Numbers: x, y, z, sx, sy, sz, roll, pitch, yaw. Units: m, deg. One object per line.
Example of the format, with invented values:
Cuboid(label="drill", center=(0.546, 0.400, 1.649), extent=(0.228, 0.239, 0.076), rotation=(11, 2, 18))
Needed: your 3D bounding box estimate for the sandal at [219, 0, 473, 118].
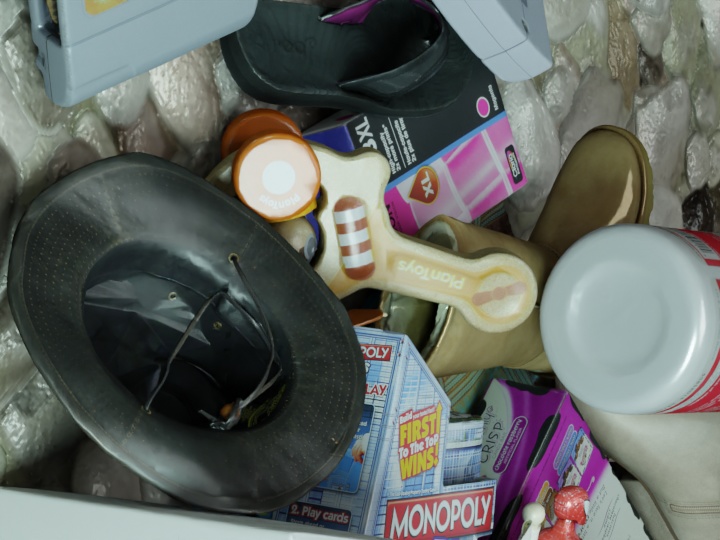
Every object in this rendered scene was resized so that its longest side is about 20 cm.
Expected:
Cuboid(label="sandal", center=(0.007, -0.127, 1.291), extent=(0.200, 0.048, 0.076), rotation=(-9, 72, -48))

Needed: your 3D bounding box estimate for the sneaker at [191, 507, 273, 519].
Cuboid(label="sneaker", center=(-0.035, 0.162, 1.272), extent=(0.200, 0.070, 0.083), rotation=(60, 40, -41))

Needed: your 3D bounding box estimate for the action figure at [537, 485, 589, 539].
Cuboid(label="action figure", center=(0.132, 0.219, 1.377), extent=(0.051, 0.065, 0.201), rotation=(-21, 119, -27))

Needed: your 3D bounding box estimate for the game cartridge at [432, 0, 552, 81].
Cuboid(label="game cartridge", center=(0.053, -0.207, 1.339), extent=(0.200, 0.041, 0.134), rotation=(49, 31, -42))

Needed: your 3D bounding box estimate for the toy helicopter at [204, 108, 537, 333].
Cuboid(label="toy helicopter", center=(0.000, 0.000, 1.241), extent=(0.199, 0.079, 0.133), rotation=(16, 101, -13))

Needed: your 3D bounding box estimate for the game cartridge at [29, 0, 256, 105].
Cuboid(label="game cartridge", center=(-0.102, -0.187, 1.095), extent=(0.133, 0.042, 0.201), rotation=(-25, 136, -27))

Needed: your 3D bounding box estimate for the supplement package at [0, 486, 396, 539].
Cuboid(label="supplement package", center=(-0.080, 0.177, 1.098), extent=(0.119, 0.199, 0.122), rotation=(14, 82, -52))

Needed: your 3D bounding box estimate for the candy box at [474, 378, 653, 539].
Cuboid(label="candy box", center=(0.115, 0.181, 1.451), extent=(0.137, 0.061, 0.200), rotation=(-62, 141, -26))

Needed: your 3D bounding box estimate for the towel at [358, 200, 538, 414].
Cuboid(label="towel", center=(0.053, 0.054, 1.411), extent=(0.200, 0.022, 0.147), rotation=(-46, 127, -41))

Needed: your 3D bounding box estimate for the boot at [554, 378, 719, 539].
Cuboid(label="boot", center=(0.214, 0.103, 1.517), extent=(0.070, 0.145, 0.201), rotation=(-55, 136, -50))

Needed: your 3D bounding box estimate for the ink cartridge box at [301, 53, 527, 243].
Cuboid(label="ink cartridge box", center=(0.023, -0.059, 1.348), extent=(0.200, 0.037, 0.095), rotation=(-33, 110, -45))

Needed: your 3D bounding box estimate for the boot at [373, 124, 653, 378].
Cuboid(label="boot", center=(0.097, -0.013, 1.369), extent=(0.200, 0.066, 0.176), rotation=(9, 97, -58))

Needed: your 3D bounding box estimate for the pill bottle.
Cuboid(label="pill bottle", center=(0.203, 0.032, 1.395), extent=(0.200, 0.112, 0.113), rotation=(4, 89, -56))

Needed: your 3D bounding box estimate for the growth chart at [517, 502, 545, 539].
Cuboid(label="growth chart", center=(0.067, 0.216, 1.276), extent=(0.200, 0.018, 0.146), rotation=(-34, 137, -66))

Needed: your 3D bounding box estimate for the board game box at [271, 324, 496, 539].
Cuboid(label="board game box", center=(0.017, 0.130, 1.224), extent=(0.200, 0.061, 0.201), rotation=(2, 94, -60))

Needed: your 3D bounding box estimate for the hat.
Cuboid(label="hat", center=(-0.100, 0.044, 1.142), extent=(0.200, 0.081, 0.202), rotation=(18, 54, -27))
